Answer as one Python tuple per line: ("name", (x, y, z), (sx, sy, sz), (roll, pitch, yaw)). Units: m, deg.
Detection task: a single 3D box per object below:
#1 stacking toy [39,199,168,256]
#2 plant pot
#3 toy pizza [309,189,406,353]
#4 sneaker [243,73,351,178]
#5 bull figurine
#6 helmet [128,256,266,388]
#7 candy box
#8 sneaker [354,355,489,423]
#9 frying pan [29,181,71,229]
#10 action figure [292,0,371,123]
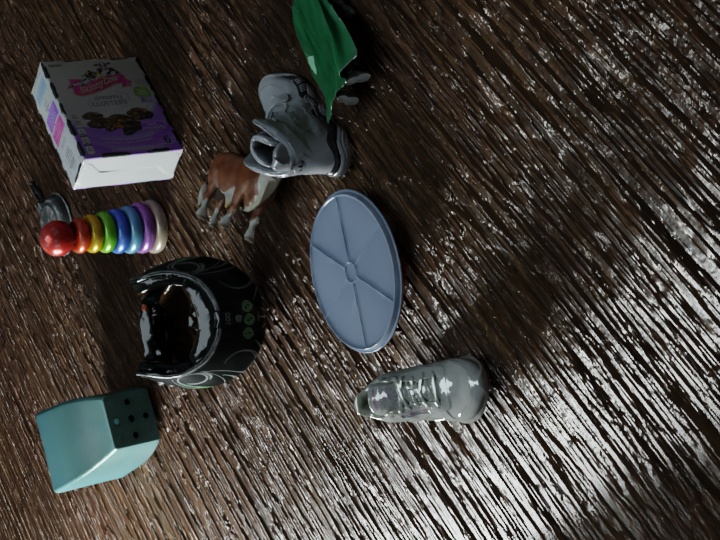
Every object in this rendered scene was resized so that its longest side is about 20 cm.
("stacking toy", (-0.403, -0.056, 2.108), (0.085, 0.198, 0.087), (20, 115, 52))
("plant pot", (-0.431, 0.274, 2.300), (0.199, 0.140, 0.143), (-28, 75, 47))
("toy pizza", (0.000, 0.000, 1.673), (0.199, 0.031, 0.203), (22, 117, 53))
("sneaker", (-0.103, -0.183, 1.705), (0.200, 0.114, 0.076), (49, 135, 38))
("bull figurine", (-0.158, -0.110, 1.835), (0.199, 0.065, 0.123), (18, 81, 61))
("helmet", (-0.228, 0.072, 1.890), (0.197, 0.190, 0.204), (0, 89, 17))
("candy box", (-0.388, -0.228, 2.072), (0.201, 0.166, 0.072), (60, 141, 27))
("sneaker", (0.069, 0.146, 1.545), (0.199, 0.098, 0.076), (-20, 80, 55))
("frying pan", (-0.576, -0.116, 2.510), (0.192, 0.031, 0.115), (63, 141, 20))
("action figure", (-0.043, -0.294, 1.642), (0.119, 0.054, 0.202), (-56, 46, 48))
